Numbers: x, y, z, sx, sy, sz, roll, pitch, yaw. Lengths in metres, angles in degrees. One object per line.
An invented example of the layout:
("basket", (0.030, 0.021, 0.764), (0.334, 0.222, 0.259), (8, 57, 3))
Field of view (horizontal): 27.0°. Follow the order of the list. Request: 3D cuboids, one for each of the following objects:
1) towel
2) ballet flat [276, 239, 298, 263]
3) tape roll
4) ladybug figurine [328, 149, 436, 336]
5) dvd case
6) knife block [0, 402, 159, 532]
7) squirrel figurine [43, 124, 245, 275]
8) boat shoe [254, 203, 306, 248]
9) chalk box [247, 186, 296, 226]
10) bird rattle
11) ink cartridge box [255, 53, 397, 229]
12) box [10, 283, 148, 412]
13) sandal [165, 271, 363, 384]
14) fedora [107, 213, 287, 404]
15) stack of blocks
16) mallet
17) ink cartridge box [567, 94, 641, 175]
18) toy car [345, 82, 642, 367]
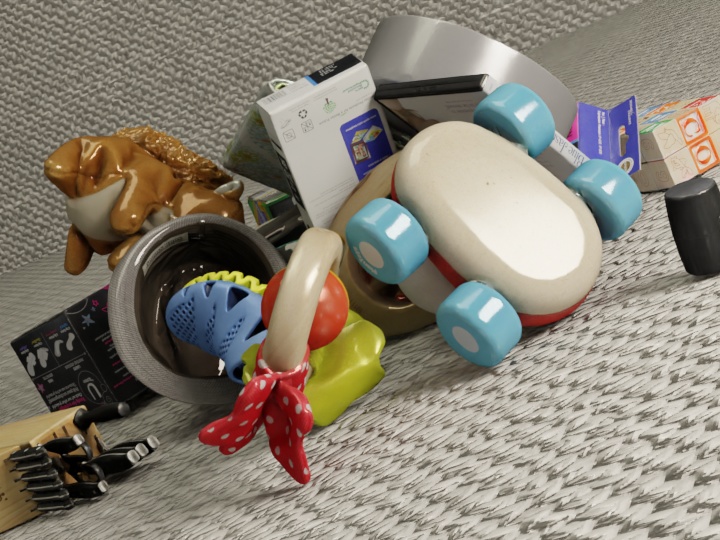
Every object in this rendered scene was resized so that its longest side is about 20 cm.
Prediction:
("towel", (-0.038, -0.114, 1.483), (0.200, 0.171, 0.048), (136, 155, -68))
("ballet flat", (0.000, 0.000, 1.404), (0.200, 0.068, 0.068), (-8, 31, 2))
("tape roll", (0.093, -0.154, 1.362), (0.066, 0.200, 0.200), (-66, 19, -8))
("ladybug figurine", (0.052, -0.031, 1.303), (0.200, 0.136, 0.072), (-46, -6, 18))
("dvd case", (0.123, -0.105, 1.285), (0.143, 0.200, 0.018), (3, 64, 53))
("knife block", (-0.260, 0.159, 1.316), (0.175, 0.064, 0.200), (-25, 9, -1))
("squirrel figurine", (-0.196, -0.076, 1.543), (0.186, 0.142, 0.200), (9, 32, 17))
("boat shoe", (-0.065, -0.022, 1.467), (0.200, 0.067, 0.057), (-41, 22, 32))
("chalk box", (-0.037, -0.048, 1.683), (0.124, 0.124, 0.200), (-26, 11, -8))
("bird rattle", (-0.053, 0.049, 1.070), (0.112, 0.163, 0.200), (15, 11, 14))
("ink cartridge box", (-0.013, -0.084, 1.334), (0.099, 0.200, 0.039), (-28, 33, -12))
("box", (-0.244, 0.066, 1.596), (0.200, 0.115, 0.132), (-33, 5, -42))
("sandal", (-0.087, 0.059, 1.252), (0.200, 0.080, 0.087), (12, 45, 32))
("fedora", (-0.143, 0.049, 1.379), (0.177, 0.200, 0.090), (-9, -26, -13))
("stack of blocks", (0.258, -0.112, 1.462), (0.115, 0.059, 0.200), (-30, 11, -22))
("mallet", (0.293, -0.044, 1.005), (0.200, 0.066, 0.041), (-14, 16, 47))
("ink cartridge box", (0.176, -0.093, 1.419), (0.200, 0.037, 0.095), (-28, 42, 36))
("toy car", (0.091, -0.009, 1.184), (0.184, 0.177, 0.200), (-43, -11, -24))
